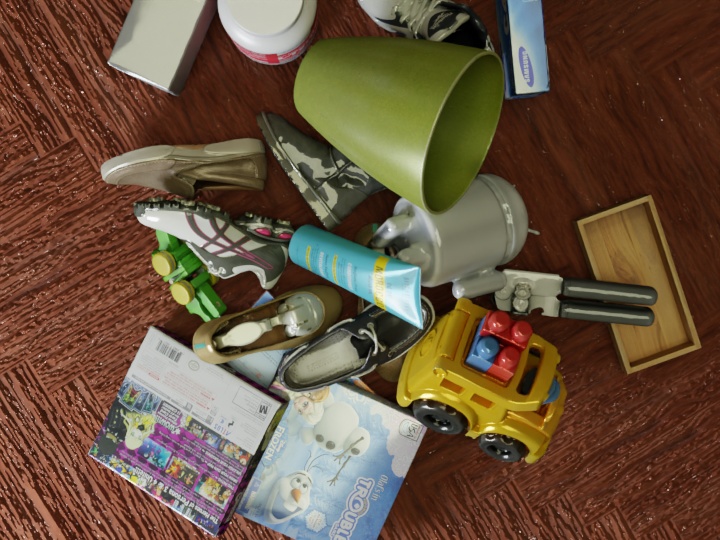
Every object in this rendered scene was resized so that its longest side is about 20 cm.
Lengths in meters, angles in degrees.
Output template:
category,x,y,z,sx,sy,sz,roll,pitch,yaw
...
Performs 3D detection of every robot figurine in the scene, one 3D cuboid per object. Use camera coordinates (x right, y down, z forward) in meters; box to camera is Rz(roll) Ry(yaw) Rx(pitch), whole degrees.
category,x,y,z,sx,sy,sz,roll,pitch,yaw
robot figurine,0.116,-0.050,1.393,0.199,0.113,0.171,-16,82,-23

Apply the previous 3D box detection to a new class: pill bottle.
category,x,y,z,sx,sy,sz,roll,pitch,yaw
pill bottle,-0.104,-0.300,1.337,0.111,0.200,0.113,0,95,-1

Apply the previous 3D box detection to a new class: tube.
category,x,y,z,sx,sy,sz,roll,pitch,yaw
tube,0.000,0.000,1.367,0.050,0.199,0.078,-32,130,-34

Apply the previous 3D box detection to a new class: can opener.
category,x,y,z,sx,sy,sz,roll,pitch,yaw
can opener,0.259,0.030,1.426,0.198,0.066,0.053,6,105,9

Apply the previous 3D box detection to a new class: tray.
category,x,y,z,sx,sy,sz,roll,pitch,yaw
tray,0.343,0.016,1.459,0.098,0.037,0.201,-19,94,0

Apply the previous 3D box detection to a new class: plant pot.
category,x,y,z,sx,sy,sz,roll,pitch,yaw
plant pot,0.031,-0.186,1.314,0.199,0.187,0.188,24,94,22

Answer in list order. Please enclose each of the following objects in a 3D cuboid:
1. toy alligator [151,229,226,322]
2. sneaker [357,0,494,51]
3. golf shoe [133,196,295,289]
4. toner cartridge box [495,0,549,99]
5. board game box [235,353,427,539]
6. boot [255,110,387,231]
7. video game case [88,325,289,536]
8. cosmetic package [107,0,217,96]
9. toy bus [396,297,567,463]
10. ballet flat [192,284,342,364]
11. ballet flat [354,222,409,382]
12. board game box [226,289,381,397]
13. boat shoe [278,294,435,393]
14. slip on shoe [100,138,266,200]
category,x,y,z,sx,sy,sz,roll,pitch,yaw
toy alligator,-0.204,0.025,1.436,0.054,0.059,0.201,-27,98,45
sneaker,0.079,-0.300,1.378,0.199,0.130,0.080,43,91,-5
golf shoe,-0.176,-0.036,1.396,0.199,0.077,0.089,13,93,-20
toner cartridge box,0.189,-0.309,1.399,0.043,0.095,0.202,-6,94,0
board game box,-0.045,0.234,1.441,0.198,0.043,0.201,24,94,-4
boot,-0.003,-0.167,1.417,0.200,0.073,0.182,-37,95,3
video game case,-0.210,0.192,1.423,0.199,0.036,0.182,27,93,17
cosmetic package,-0.217,-0.313,1.381,0.090,0.107,0.201,26,91,-4
toy bus,0.167,0.118,1.368,0.199,0.192,0.136,26,61,-6
ballet flat,-0.102,0.067,1.403,0.199,0.063,0.069,-21,91,-22
ballet flat,0.029,0.042,1.432,0.067,0.072,0.202,-5,95,-1
board game box,-0.079,0.129,1.462,0.200,0.019,0.103,44,94,-4
boat shoe,-0.006,0.087,1.372,0.199,0.060,0.074,-22,94,6
slip on shoe,-0.211,-0.115,1.413,0.198,0.076,0.061,-7,83,-9
